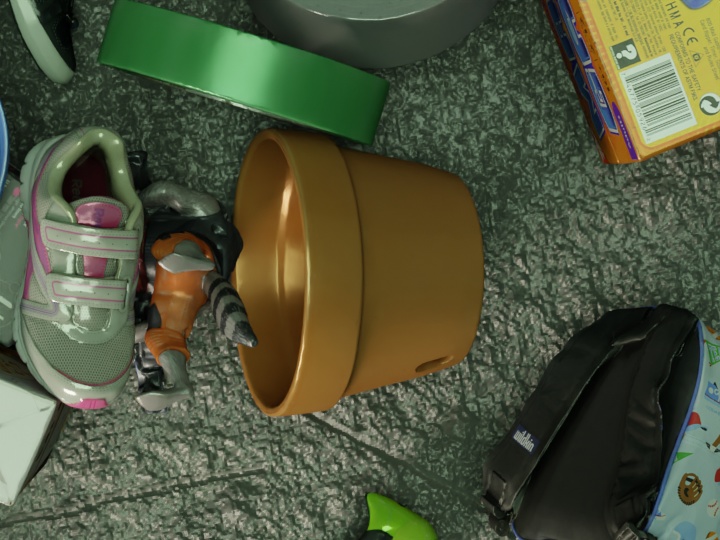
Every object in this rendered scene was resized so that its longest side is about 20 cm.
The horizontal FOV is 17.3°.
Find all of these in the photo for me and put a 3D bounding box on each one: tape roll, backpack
[{"bbox_3d":[-0.081,-0.137,1.631,0.200,0.200,0.048,17,93,-2],"label":"tape roll"},{"bbox_3d":[0.008,-0.243,1.654,0.200,0.066,0.201,-1,65,2],"label":"tape roll"},{"bbox_3d":[0.210,0.124,1.659,0.154,0.200,0.191,21,84,-32],"label":"backpack"}]

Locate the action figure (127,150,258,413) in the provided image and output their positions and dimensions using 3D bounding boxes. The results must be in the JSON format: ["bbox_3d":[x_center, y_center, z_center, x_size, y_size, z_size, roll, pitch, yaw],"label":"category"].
[{"bbox_3d":[-0.118,0.024,1.653,0.104,0.194,0.200,-2,117,1],"label":"action figure"}]

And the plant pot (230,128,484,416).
[{"bbox_3d":[0.000,0.000,1.653,0.140,0.200,0.201,-1,92,-17],"label":"plant pot"}]

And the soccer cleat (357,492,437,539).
[{"bbox_3d":[-0.022,0.254,1.722,0.081,0.068,0.200,37,90,16],"label":"soccer cleat"}]

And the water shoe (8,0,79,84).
[{"bbox_3d":[-0.222,-0.236,1.691,0.079,0.072,0.200,-16,93,-2],"label":"water shoe"}]

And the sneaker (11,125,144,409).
[{"bbox_3d":[-0.185,-0.009,1.559,0.081,0.088,0.200,-1,71,-22],"label":"sneaker"}]

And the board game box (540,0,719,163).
[{"bbox_3d":[0.235,-0.202,1.634,0.199,0.200,0.200,-22,92,0],"label":"board game box"}]

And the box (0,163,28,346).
[{"bbox_3d":[-0.295,-0.044,1.671,0.200,0.122,0.106,35,89,-2],"label":"box"}]

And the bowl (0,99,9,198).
[{"bbox_3d":[-0.335,-0.080,1.587,0.200,0.039,0.201,0,90,-2],"label":"bowl"}]

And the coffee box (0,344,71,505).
[{"bbox_3d":[-0.265,0.094,1.637,0.114,0.200,0.080,23,93,-1],"label":"coffee box"}]
